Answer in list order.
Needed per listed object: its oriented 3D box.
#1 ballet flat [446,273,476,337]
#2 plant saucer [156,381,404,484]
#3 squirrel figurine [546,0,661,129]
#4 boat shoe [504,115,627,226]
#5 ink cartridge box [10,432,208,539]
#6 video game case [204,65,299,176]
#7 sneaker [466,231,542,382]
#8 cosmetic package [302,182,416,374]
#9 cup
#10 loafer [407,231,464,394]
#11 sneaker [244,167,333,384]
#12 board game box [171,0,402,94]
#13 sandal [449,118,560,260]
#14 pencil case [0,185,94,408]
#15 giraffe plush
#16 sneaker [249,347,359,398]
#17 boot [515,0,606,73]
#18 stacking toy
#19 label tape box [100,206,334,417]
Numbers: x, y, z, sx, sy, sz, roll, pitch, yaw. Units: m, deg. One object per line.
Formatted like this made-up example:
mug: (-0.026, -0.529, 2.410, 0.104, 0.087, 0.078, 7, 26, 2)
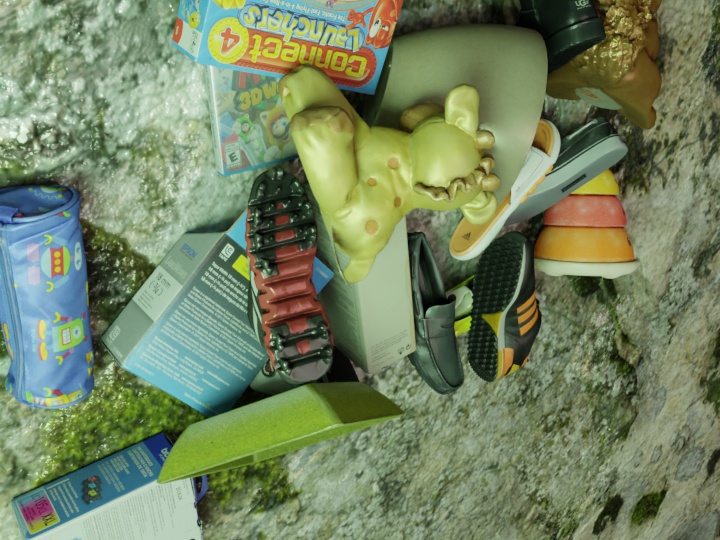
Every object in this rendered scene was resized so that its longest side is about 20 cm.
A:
ballet flat: (0.148, 0.036, 1.052, 0.199, 0.067, 0.067, -29, 144, -21)
plant saucer: (-0.077, 0.156, 0.820, 0.198, 0.048, 0.200, -21, 167, 17)
squirrel figurine: (0.308, -0.296, 0.950, 0.188, 0.141, 0.200, -67, 157, -1)
boat shoe: (0.238, -0.129, 1.040, 0.198, 0.069, 0.073, -33, 156, 14)
ink cartridge box: (-0.245, 0.266, 0.856, 0.199, 0.076, 0.138, -20, 123, -28)
video game case: (-0.084, -0.203, 0.788, 0.142, 0.018, 0.202, -19, 122, -29)
sneaker: (0.192, 0.040, 1.013, 0.089, 0.070, 0.202, -11, 120, -34)
cosmetic package: (0.000, 0.000, 0.898, 0.073, 0.103, 0.202, -22, 125, -26)
cup: (0.083, -0.170, 0.841, 0.142, 0.200, 0.202, 14, 104, -13)
loafer: (0.082, 0.051, 0.957, 0.068, 0.070, 0.202, -29, 101, -49)
sneaker: (-0.077, 0.005, 0.778, 0.070, 0.098, 0.203, -10, 95, -21)
board game box: (-0.048, -0.271, 0.718, 0.198, 0.056, 0.198, 0, 118, -38)
sandal: (0.167, -0.108, 0.991, 0.059, 0.079, 0.208, 38, 85, -35)
pencil case: (-0.279, 0.024, 0.706, 0.087, 0.077, 0.202, -38, 137, -56)
giraffe plush: (0.034, -0.097, 0.718, 0.161, 0.202, 0.173, -19, 153, 0)
sneaker: (-0.061, 0.132, 0.944, 0.088, 0.075, 0.200, -25, 149, 15)
boot: (0.188, -0.304, 0.889, 0.073, 0.198, 0.164, -14, 90, -20)
stacking toy: (0.303, -0.095, 1.091, 0.145, 0.146, 0.202, -5, 99, -36)
label tape box: (-0.142, 0.036, 0.831, 0.201, 0.063, 0.144, -52, 133, -6)
